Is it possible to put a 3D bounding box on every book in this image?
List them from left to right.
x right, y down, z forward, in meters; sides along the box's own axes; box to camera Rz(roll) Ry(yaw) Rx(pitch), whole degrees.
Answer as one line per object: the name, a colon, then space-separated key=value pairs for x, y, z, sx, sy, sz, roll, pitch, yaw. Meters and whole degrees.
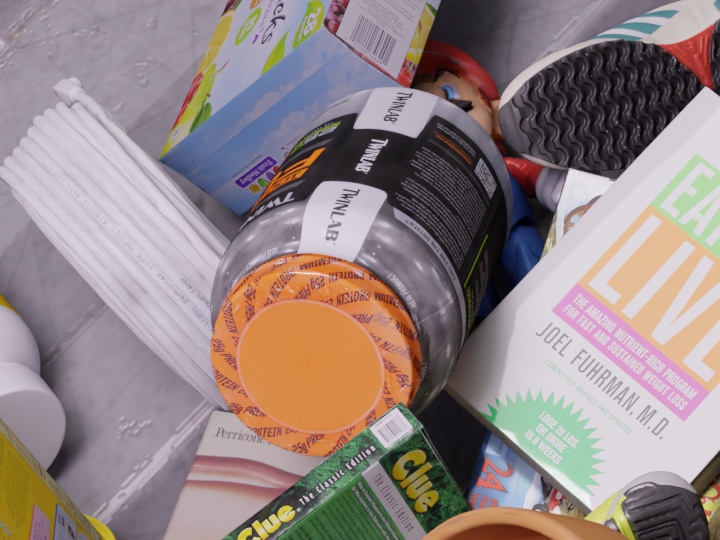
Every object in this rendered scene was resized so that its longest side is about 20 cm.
book: x=0.153 y=0.024 z=1.187 sx=0.134 sy=0.048 sz=0.200 roll=40 pitch=82 yaw=20

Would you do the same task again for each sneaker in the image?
sneaker: x=0.091 y=0.164 z=1.131 sx=0.200 sy=0.075 sz=0.076 roll=-58 pitch=28 yaw=27
sneaker: x=0.153 y=-0.101 z=1.311 sx=0.199 sy=0.071 sz=0.093 roll=-23 pitch=7 yaw=-21

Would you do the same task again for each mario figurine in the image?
mario figurine: x=0.051 y=-0.047 z=1.315 sx=0.123 sy=0.106 sz=0.200 roll=-4 pitch=57 yaw=-26

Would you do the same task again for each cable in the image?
cable: x=-0.108 y=-0.006 z=1.291 sx=0.069 sy=0.200 sz=0.200 roll=-43 pitch=15 yaw=-1

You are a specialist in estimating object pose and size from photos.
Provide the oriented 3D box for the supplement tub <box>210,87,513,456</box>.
supplement tub: x=0.000 y=0.000 z=1.174 sx=0.122 sy=0.123 sz=0.200 roll=-6 pitch=23 yaw=17

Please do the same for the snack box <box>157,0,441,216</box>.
snack box: x=-0.018 y=-0.151 z=1.368 sx=0.169 sy=0.068 sz=0.200 roll=-33 pitch=30 yaw=47

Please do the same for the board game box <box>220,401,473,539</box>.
board game box: x=0.015 y=0.149 z=1.144 sx=0.105 sy=0.200 sz=0.023 roll=-35 pitch=50 yaw=-5

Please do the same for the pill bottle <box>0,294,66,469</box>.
pill bottle: x=-0.253 y=0.042 z=1.372 sx=0.112 sy=0.113 sz=0.200 roll=-40 pitch=54 yaw=-8

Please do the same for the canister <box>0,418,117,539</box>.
canister: x=-0.193 y=0.156 z=1.217 sx=0.086 sy=0.200 sz=0.149 roll=-7 pitch=56 yaw=16

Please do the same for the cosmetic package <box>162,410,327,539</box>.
cosmetic package: x=-0.052 y=0.182 z=1.218 sx=0.103 sy=0.087 sz=0.200 roll=5 pitch=60 yaw=25

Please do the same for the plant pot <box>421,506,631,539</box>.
plant pot: x=0.107 y=0.202 z=1.006 sx=0.200 sy=0.140 sz=0.201 roll=-15 pitch=72 yaw=53

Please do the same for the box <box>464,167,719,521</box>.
box: x=0.141 y=0.060 z=1.216 sx=0.136 sy=0.038 sz=0.200 roll=15 pitch=73 yaw=12

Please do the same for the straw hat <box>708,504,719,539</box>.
straw hat: x=0.200 y=0.140 z=1.120 sx=0.085 sy=0.201 sz=0.202 roll=-31 pitch=47 yaw=34
